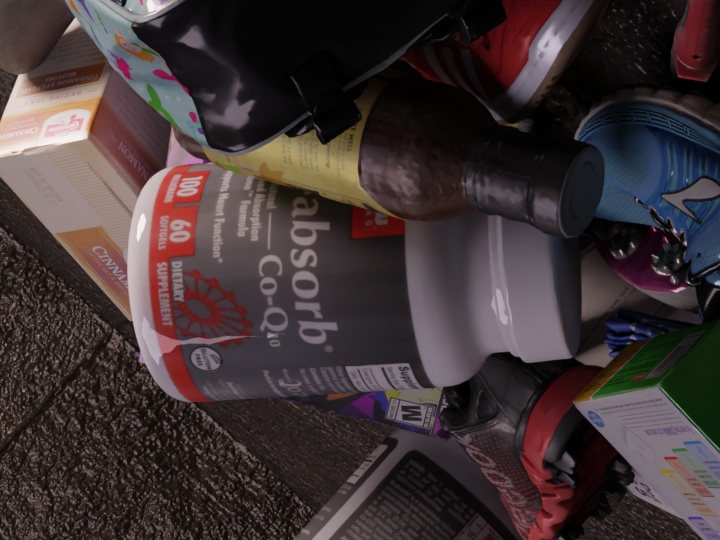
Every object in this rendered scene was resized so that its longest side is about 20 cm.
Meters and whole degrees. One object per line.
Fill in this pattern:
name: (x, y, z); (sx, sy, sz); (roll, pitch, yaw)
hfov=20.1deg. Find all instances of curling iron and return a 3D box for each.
curling iron: (0.145, -0.086, 0.825); (0.050, 0.026, 0.200); (42, 168, 8)

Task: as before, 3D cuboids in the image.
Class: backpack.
backpack: (-0.049, -0.154, 0.846); (0.151, 0.178, 0.200); (57, 171, -26)

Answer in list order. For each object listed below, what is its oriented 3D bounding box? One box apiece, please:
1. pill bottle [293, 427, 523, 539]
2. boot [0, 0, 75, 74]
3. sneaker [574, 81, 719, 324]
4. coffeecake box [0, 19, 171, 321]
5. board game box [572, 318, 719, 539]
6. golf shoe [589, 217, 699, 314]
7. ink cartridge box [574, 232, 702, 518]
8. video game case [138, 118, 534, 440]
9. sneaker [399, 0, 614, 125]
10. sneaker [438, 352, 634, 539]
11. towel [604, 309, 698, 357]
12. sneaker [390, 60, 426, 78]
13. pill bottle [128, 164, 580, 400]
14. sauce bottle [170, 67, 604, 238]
pill bottle: (0.034, 0.163, 1.196); (0.116, 0.200, 0.116); (41, 168, 11)
boot: (-0.116, -0.155, 1.050); (0.131, 0.200, 0.068); (42, -153, 16)
sneaker: (0.146, -0.021, 0.838); (0.078, 0.090, 0.200); (27, 174, -30)
coffeecake box: (-0.120, -0.097, 1.180); (0.073, 0.200, 0.154); (-9, 138, 28)
board game box: (0.187, 0.110, 0.858); (0.200, 0.040, 0.153); (46, 171, -1)
golf shoe: (0.184, 0.007, 0.918); (0.092, 0.075, 0.200); (46, 169, -35)
ink cartridge box: (0.138, 0.053, 1.170); (0.146, 0.084, 0.200); (50, 165, -31)
video game case: (-0.018, -0.013, 1.072); (0.181, 0.036, 0.200); (15, 127, 2)
sneaker: (0.043, -0.123, 0.906); (0.112, 0.071, 0.200); (40, 170, -4)
sneaker: (0.092, 0.089, 1.082); (0.098, 0.071, 0.200); (37, 162, 22)
towel: (0.221, 0.059, 0.928); (0.145, 0.024, 0.200); (11, -173, -33)
sneaker: (0.011, -0.103, 1.108); (0.200, 0.078, 0.080); (23, -165, 34)
pill bottle: (0.000, 0.000, 0.973); (0.200, 0.116, 0.116); (-5, 150, 14)
sauce bottle: (0.009, -0.057, 0.886); (0.200, 0.065, 0.065); (18, 156, 32)
